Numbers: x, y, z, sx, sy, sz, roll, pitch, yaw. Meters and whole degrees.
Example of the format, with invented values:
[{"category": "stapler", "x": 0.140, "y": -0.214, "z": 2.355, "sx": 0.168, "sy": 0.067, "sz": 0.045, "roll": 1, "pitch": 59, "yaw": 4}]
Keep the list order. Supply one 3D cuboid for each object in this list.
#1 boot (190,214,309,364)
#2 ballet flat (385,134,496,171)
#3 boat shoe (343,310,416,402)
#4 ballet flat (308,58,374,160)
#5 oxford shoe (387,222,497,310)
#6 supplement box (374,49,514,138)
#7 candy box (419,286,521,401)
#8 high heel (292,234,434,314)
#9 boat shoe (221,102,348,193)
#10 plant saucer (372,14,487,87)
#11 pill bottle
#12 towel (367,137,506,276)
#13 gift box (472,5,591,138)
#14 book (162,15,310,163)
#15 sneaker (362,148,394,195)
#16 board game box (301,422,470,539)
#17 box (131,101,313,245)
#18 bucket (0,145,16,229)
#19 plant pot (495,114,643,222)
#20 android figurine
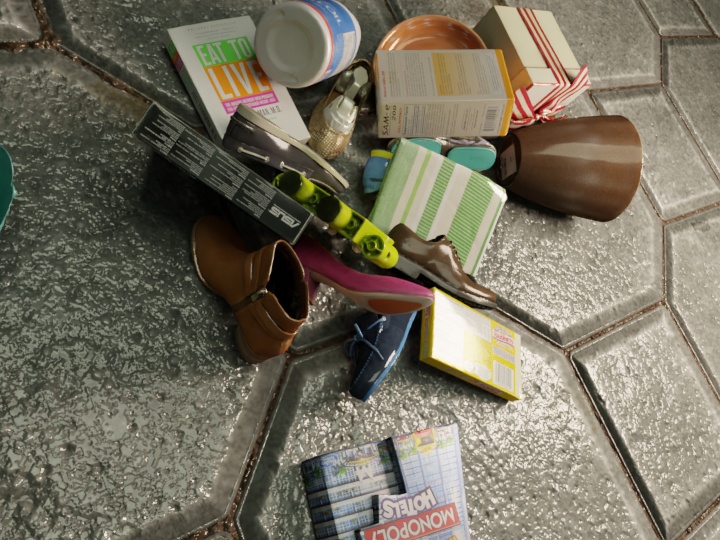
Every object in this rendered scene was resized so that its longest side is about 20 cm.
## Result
[{"category": "boot", "x": -0.126, "y": 0.000, "z": 0.736, "sx": 0.076, "sy": 0.155, "sz": 0.201, "roll": -10, "pitch": 72, "yaw": -30}, {"category": "ballet flat", "x": 0.123, "y": -0.196, "z": 1.060, "sx": 0.199, "sy": 0.072, "sz": 0.073, "roll": 0, "pitch": 66, "yaw": -24}, {"category": "boat shoe", "x": 0.017, "y": 0.086, "z": 0.846, "sx": 0.068, "sy": 0.084, "sz": 0.200, "roll": 34, "pitch": 36, "yaw": -4}, {"category": "ballet flat", "x": -0.026, "y": -0.253, "z": 0.989, "sx": 0.070, "sy": 0.065, "sz": 0.201, "roll": 27, "pitch": 55, "yaw": -16}, {"category": "oxford shoe", "x": 0.123, "y": -0.005, "z": 0.936, "sx": 0.199, "sy": 0.073, "sz": 0.085, "roll": 29, "pitch": 81, "yaw": -19}, {"category": "supplement box", "x": 0.123, "y": -0.271, "z": 1.001, "sx": 0.198, "sy": 0.074, "sz": 0.127, "roll": -1, "pitch": 53, "yaw": -1}, {"category": "candy box", "x": 0.159, "y": 0.108, "z": 0.917, "sx": 0.199, "sy": 0.026, "sz": 0.103, "roll": 28, "pitch": 53, "yaw": -34}, {"category": "high heel", "x": 0.000, "y": 0.000, "z": 0.821, "sx": 0.067, "sy": 0.199, "sz": 0.097, "roll": 53, "pitch": 43, "yaw": -54}, {"category": "boat shoe", "x": -0.099, "y": -0.147, "z": 0.877, "sx": 0.200, "sy": 0.063, "sz": 0.073, "roll": 30, "pitch": 10, "yaw": -41}, {"category": "plant saucer", "x": 0.118, "y": -0.325, "z": 1.087, "sx": 0.198, "sy": 0.037, "sz": 0.202, "roll": 0, "pitch": 80, "yaw": -2}, {"category": "pill bottle", "x": -0.066, "y": -0.336, "z": 0.952, "sx": 0.112, "sy": 0.112, "sz": 0.200, "roll": 44, "pitch": 28, "yaw": -6}, {"category": "towel", "x": 0.114, "y": -0.087, "z": 0.968, "sx": 0.199, "sy": 0.023, "sz": 0.153, "roll": 19, "pitch": 97, "yaw": -22}, {"category": "gift box", "x": 0.276, "y": -0.341, "z": 1.146, "sx": 0.184, "sy": 0.200, "sz": 0.188, "roll": -13, "pitch": 75, "yaw": -31}, {"category": "book", "x": -0.173, "y": -0.250, "z": 0.913, "sx": 0.133, "sy": 0.048, "sz": 0.201, "roll": -24, "pitch": 84, "yaw": -37}, {"category": "sneaker", "x": 0.087, "y": -0.117, "z": 1.002, "sx": 0.199, "sy": 0.066, "sz": 0.079, "roll": 17, "pitch": 84, "yaw": -31}, {"category": "board game box", "x": 0.051, "y": 0.297, "z": 0.757, "sx": 0.199, "sy": 0.062, "sz": 0.201, "roll": -3, "pitch": 67, "yaw": -33}, {"category": "box", "x": -0.156, "y": -0.106, "z": 0.759, "sx": 0.199, "sy": 0.193, "sz": 0.048, "roll": 35, "pitch": 91, "yaw": -13}, {"category": "bucket", "x": -0.429, "y": -0.060, "z": 0.590, "sx": 0.206, "sy": 0.135, "sz": 0.209, "roll": 15, "pitch": 60, "yaw": -26}, {"category": "plant pot", "x": 0.344, "y": -0.183, "z": 1.133, "sx": 0.198, "sy": 0.187, "sz": 0.188, "roll": 2, "pitch": 64, "yaw": -15}, {"category": "android figurine", "x": -0.028, "y": -0.064, "z": 0.830, "sx": 0.182, "sy": 0.200, "sz": 0.041, "roll": 35, "pitch": 90, "yaw": 21}]
